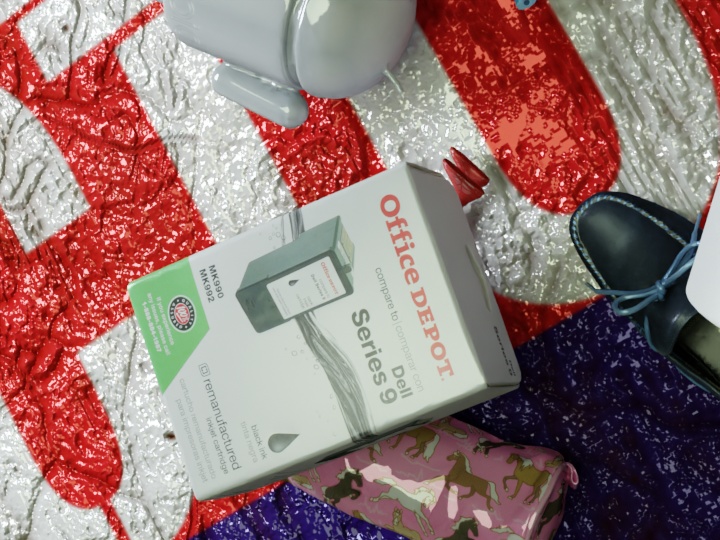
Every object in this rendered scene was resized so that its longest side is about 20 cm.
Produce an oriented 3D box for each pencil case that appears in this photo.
[{"bbox_3d":[0.039,0.128,1.019,0.199,0.083,0.087,21,113,21],"label":"pencil case"}]

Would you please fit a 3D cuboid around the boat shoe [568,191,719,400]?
[{"bbox_3d":[0.207,0.021,0.945,0.200,0.069,0.084,39,107,16],"label":"boat shoe"}]

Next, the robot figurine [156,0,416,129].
[{"bbox_3d":[-0.048,-0.180,1.016,0.199,0.113,0.170,23,115,21],"label":"robot figurine"}]

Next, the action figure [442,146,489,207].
[{"bbox_3d":[0.000,0.000,1.037,0.052,0.065,0.200,40,108,-8],"label":"action figure"}]

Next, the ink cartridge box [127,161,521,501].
[{"bbox_3d":[-0.022,0.038,0.959,0.199,0.084,0.147,-23,79,17],"label":"ink cartridge box"}]

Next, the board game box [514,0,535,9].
[{"bbox_3d":[0.080,-0.270,0.913,0.199,0.026,0.200,26,125,-23],"label":"board game box"}]

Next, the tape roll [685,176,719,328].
[{"bbox_3d":[0.279,0.006,0.838,0.202,0.202,0.071,21,108,21],"label":"tape roll"}]
